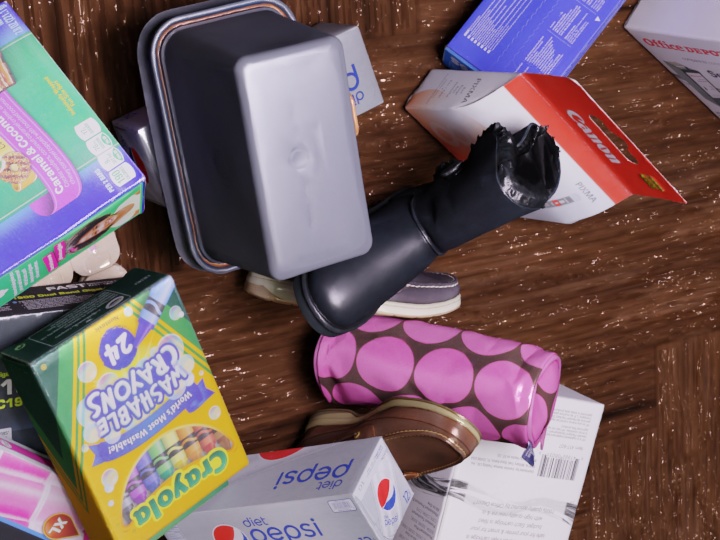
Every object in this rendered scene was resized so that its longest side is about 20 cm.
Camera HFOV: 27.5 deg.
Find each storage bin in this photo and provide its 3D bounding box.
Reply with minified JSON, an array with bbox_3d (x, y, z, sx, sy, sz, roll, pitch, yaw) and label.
[{"bbox_3d":[-0.057,-0.090,1.053,0.145,0.134,0.201,-17,111,-24],"label":"storage bin"}]

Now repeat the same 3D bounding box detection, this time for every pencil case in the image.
[{"bbox_3d":[0.063,0.094,1.228,0.094,0.200,0.091,75,35,-54],"label":"pencil case"}]

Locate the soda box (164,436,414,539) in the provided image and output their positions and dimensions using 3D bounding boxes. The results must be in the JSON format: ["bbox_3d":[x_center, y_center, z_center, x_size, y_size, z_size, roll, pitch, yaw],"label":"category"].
[{"bbox_3d":[-0.063,0.187,1.171,0.064,0.200,0.068,61,36,-25],"label":"soda box"}]

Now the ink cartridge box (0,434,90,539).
[{"bbox_3d":[-0.238,0.191,1.101,0.200,0.037,0.095,33,94,-40],"label":"ink cartridge box"}]

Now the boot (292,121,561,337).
[{"bbox_3d":[0.055,-0.038,1.135,0.077,0.168,0.200,56,43,-6],"label":"boot"}]

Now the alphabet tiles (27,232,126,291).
[{"bbox_3d":[-0.271,0.032,1.122,0.200,0.015,0.196,-26,120,-20],"label":"alphabet tiles"}]

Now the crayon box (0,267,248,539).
[{"bbox_3d":[-0.163,0.116,1.080,0.126,0.052,0.200,-35,118,-31],"label":"crayon box"}]

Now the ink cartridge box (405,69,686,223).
[{"bbox_3d":[0.149,-0.096,1.214,0.162,0.200,0.050,42,79,-29],"label":"ink cartridge box"}]

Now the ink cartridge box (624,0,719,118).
[{"bbox_3d":[0.360,-0.192,1.337,0.200,0.145,0.084,35,86,-30],"label":"ink cartridge box"}]

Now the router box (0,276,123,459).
[{"bbox_3d":[-0.246,0.091,1.112,0.200,0.062,0.150,-7,111,-29],"label":"router box"}]

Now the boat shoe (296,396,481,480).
[{"bbox_3d":[0.018,0.151,1.199,0.072,0.200,0.068,44,56,-25],"label":"boat shoe"}]

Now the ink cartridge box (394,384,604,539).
[{"bbox_3d":[0.119,0.196,1.334,0.146,0.084,0.201,12,96,-29],"label":"ink cartridge box"}]

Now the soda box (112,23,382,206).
[{"bbox_3d":[-0.087,-0.124,1.152,0.200,0.063,0.068,-28,113,-20],"label":"soda box"}]

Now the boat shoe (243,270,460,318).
[{"bbox_3d":[0.000,0.000,1.233,0.200,0.072,0.065,5,100,-26],"label":"boat shoe"}]

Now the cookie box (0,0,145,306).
[{"bbox_3d":[-0.278,-0.061,1.020,0.200,0.075,0.171,-36,80,-16],"label":"cookie box"}]

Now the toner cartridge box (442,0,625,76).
[{"bbox_3d":[0.167,-0.231,1.258,0.095,0.043,0.200,38,82,7],"label":"toner cartridge box"}]
